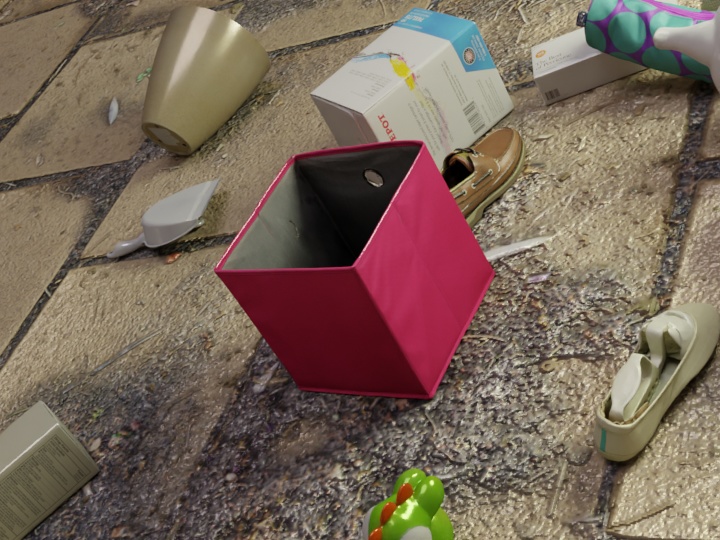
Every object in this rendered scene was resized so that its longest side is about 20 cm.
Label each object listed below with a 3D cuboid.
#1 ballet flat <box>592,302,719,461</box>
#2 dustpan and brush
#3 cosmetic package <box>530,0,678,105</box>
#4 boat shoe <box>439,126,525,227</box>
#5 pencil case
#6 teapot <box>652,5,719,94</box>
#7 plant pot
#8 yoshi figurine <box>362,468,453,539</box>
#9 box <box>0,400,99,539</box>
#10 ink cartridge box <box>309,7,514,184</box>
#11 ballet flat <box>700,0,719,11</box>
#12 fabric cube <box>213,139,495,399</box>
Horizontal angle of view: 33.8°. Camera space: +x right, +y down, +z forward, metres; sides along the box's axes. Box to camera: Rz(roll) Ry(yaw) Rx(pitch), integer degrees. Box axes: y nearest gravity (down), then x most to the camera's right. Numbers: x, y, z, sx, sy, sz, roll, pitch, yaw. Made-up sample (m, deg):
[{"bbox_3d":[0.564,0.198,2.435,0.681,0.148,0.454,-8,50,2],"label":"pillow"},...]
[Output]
[{"bbox_3d":[0.274,0.087,1.100,0.069,0.070,0.200,7,50,44],"label":"ballet flat"},{"bbox_3d":[-0.302,-0.065,1.777,0.199,0.057,0.140,-14,27,15],"label":"dustpan and brush"},{"bbox_3d":[0.325,-0.291,1.552,0.199,0.051,0.083,-19,35,19],"label":"cosmetic package"},{"bbox_3d":[0.140,-0.120,1.468,0.072,0.068,0.200,3,46,43],"label":"boat shoe"},{"bbox_3d":[0.369,-0.290,1.434,0.200,0.093,0.085,23,47,29],"label":"pencil case"},{"bbox_3d":[0.463,-0.247,1.287,0.197,0.200,0.146,-44,15,8],"label":"teapot"},{"bbox_3d":[-0.276,-0.298,1.953,0.187,0.187,0.200,7,64,44],"label":"plant pot"},{"bbox_3d":[0.025,0.279,1.058,0.200,0.112,0.112,-59,-1,-13],"label":"yoshi figurine"},{"bbox_3d":[-0.423,0.262,1.415,0.200,0.095,0.078,-40,34,-14],"label":"box"},{"bbox_3d":[0.069,-0.227,1.591,0.200,0.147,0.146,-41,35,-13],"label":"ink cartridge box"},{"bbox_3d":[0.512,-0.336,1.450,0.199,0.067,0.063,-9,50,31],"label":"ballet flat"},{"bbox_3d":[0.000,0.000,1.312,0.196,0.200,0.200,-2,44,38],"label":"fabric cube"}]
